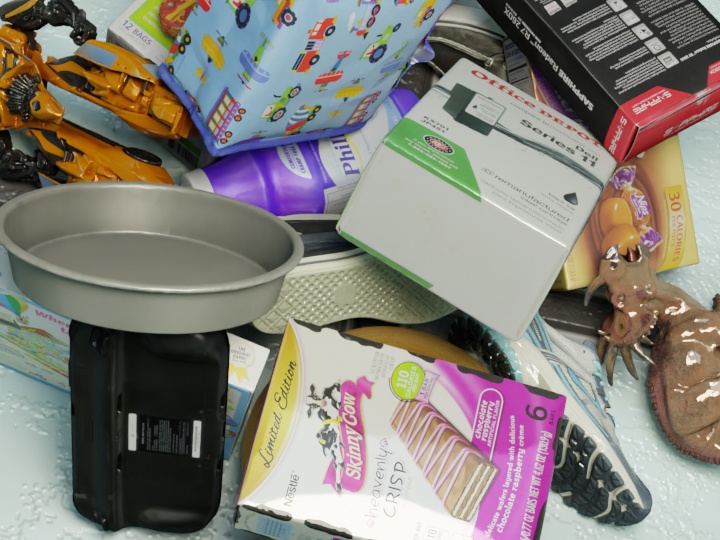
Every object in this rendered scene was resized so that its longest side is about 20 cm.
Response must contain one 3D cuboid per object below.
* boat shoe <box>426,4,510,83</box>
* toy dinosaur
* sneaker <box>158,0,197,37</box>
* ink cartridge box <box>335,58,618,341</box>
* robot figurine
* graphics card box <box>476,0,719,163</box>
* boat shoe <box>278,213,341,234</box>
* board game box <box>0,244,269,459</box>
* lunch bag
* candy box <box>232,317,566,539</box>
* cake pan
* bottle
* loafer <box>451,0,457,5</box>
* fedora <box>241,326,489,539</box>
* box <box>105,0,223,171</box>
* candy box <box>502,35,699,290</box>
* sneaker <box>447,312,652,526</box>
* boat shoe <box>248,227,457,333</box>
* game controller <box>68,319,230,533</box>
[{"bbox_3d":[0.121,-0.151,1.366,0.198,0.071,0.064,23,61,-3],"label":"boat shoe"},{"bbox_3d":[0.244,0.080,1.278,0.134,0.086,0.202,-11,74,-16],"label":"toy dinosaur"},{"bbox_3d":[-0.049,-0.201,1.242,0.198,0.078,0.073,-16,52,-2],"label":"sneaker"},{"bbox_3d":[0.089,-0.056,1.181,0.146,0.084,0.200,30,29,5],"label":"ink cartridge box"},{"bbox_3d":[-0.210,-0.116,1.235,0.198,0.058,0.146,25,106,18],"label":"robot figurine"},{"bbox_3d":[0.183,-0.183,1.258,0.125,0.051,0.201,-28,66,-24],"label":"graphics card box"},{"bbox_3d":[-0.076,0.001,1.244,0.199,0.074,0.063,-6,28,-17],"label":"boat shoe"},{"bbox_3d":[-0.168,0.057,1.170,0.198,0.135,0.034,23,62,-1],"label":"board game box"},{"bbox_3d":[-0.016,-0.163,1.192,0.199,0.151,0.094,-1,46,-44],"label":"lunch bag"},{"bbox_3d":[0.027,0.127,1.127,0.198,0.061,0.138,15,66,-1],"label":"candy box"},{"bbox_3d":[-0.136,-0.009,1.084,0.198,0.037,0.201,7,20,-3],"label":"cake pan"},{"bbox_3d":[-0.039,-0.078,1.299,0.198,0.066,0.084,-17,63,-19],"label":"bottle"},{"bbox_3d":[0.022,-0.215,1.326,0.200,0.063,0.072,-48,114,-12],"label":"loafer"},{"bbox_3d":[0.013,0.139,1.200,0.198,0.082,0.203,3,67,-7],"label":"fedora"},{"bbox_3d":[-0.096,-0.191,1.320,0.112,0.102,0.200,38,63,7],"label":"box"},{"bbox_3d":[0.187,-0.093,1.319,0.115,0.056,0.203,-10,92,-14],"label":"candy box"},{"bbox_3d":[0.158,0.095,1.257,0.086,0.078,0.201,-31,77,-32],"label":"sneaker"},{"bbox_3d":[0.000,0.000,1.202,0.198,0.075,0.062,-7,35,-25],"label":"boat shoe"},{"bbox_3d":[-0.141,0.101,1.122,0.103,0.202,0.042,1,40,-7],"label":"game controller"}]
